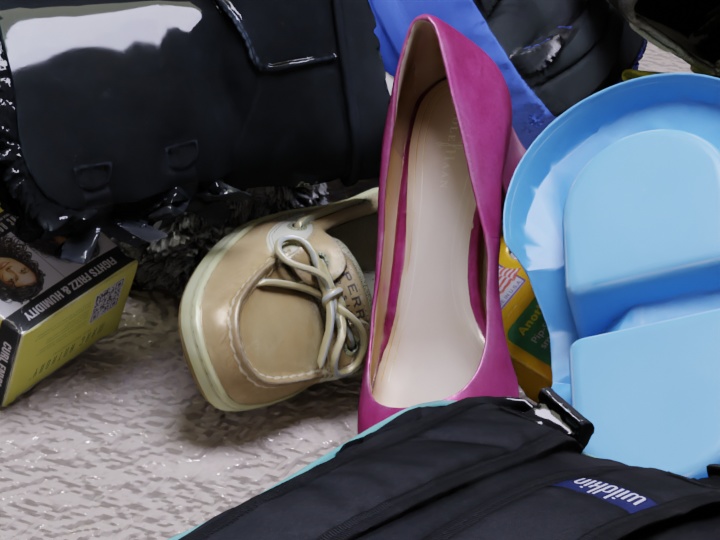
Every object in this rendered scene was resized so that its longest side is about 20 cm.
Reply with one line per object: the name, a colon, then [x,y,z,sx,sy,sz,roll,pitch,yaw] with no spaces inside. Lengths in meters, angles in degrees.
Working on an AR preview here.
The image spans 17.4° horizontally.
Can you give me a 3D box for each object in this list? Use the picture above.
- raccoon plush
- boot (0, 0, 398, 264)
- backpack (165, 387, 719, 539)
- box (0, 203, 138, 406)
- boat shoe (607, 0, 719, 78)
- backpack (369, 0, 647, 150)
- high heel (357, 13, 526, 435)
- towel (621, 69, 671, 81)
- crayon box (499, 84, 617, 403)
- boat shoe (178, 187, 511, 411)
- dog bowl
raccoon plush: [-0.076,-0.056,1.035,0.200,0.134,0.097,-12,30,-28]
boot: [-0.080,-0.107,0.954,0.162,0.199,0.073,-11,-4,-14]
backpack: [0.022,0.131,0.655,0.176,0.154,0.200,22,22,37]
box: [-0.192,-0.033,0.993,0.200,0.050,0.075,39,46,17]
boat shoe: [0.184,-0.115,1.118,0.200,0.071,0.064,14,36,-37]
backpack: [0.048,-0.123,1.158,0.168,0.163,0.200,-30,17,28]
high heel: [0.024,0.003,0.898,0.067,0.096,0.200,1,58,30]
towel: [0.199,-0.084,1.184,0.086,0.018,0.200,12,8,23]
crayon box: [0.142,0.021,0.922,0.200,0.052,0.126,32,77,39]
boat shoe: [0.001,0.002,0.988,0.063,0.073,0.201,-15,5,38]
dog bowl: [0.114,0.021,0.870,0.111,0.050,0.200,-13,53,19]
